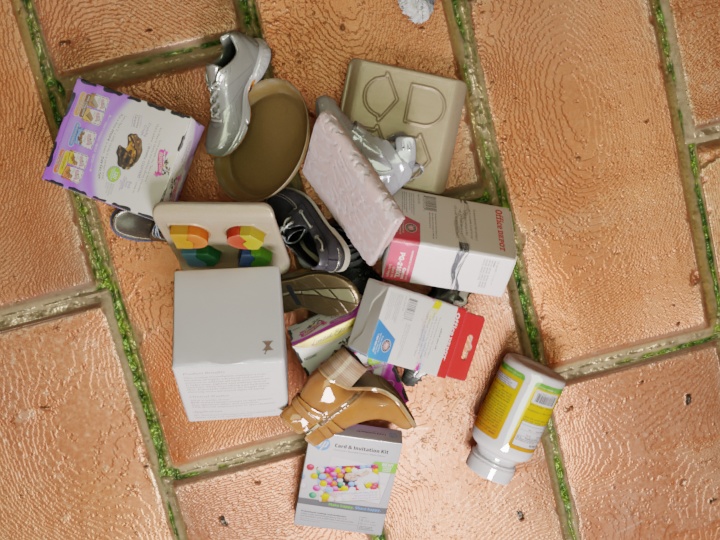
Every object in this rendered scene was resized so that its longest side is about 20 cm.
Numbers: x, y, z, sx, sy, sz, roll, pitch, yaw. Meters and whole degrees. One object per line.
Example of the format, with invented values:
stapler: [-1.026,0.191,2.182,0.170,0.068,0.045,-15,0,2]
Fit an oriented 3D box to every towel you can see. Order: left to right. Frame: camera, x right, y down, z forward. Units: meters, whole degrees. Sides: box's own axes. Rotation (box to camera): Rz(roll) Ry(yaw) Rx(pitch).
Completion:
towel: [-0.013,-0.120,1.605,0.032,0.191,0.201,-32,78,-20]

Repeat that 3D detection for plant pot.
plant pot: [-0.150,-0.200,1.660,0.027,0.200,0.201,18,101,-49]

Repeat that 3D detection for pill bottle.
pill bottle: [0.253,0.250,1.778,0.110,0.111,0.201,23,98,-7]

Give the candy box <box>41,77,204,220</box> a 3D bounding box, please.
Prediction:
candy box: [-0.366,-0.183,1.646,0.199,0.072,0.169,20,89,9]

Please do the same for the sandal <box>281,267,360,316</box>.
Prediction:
sandal: [-0.082,0.028,1.711,0.199,0.054,0.081,-4,122,40]

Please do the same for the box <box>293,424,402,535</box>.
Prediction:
box: [-0.022,0.348,1.783,0.155,0.041,0.201,9,117,-6]

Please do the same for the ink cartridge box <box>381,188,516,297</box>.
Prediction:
ink cartridge box: [0.139,-0.045,1.695,0.198,0.145,0.085,10,128,-5]

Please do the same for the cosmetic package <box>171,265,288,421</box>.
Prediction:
cosmetic package: [-0.198,0.117,1.653,0.166,0.200,0.167,-3,59,-4]

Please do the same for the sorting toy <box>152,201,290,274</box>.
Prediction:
sorting toy: [-0.211,-0.041,1.641,0.184,0.200,0.037,1,63,5]

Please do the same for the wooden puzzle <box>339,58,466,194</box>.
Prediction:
wooden puzzle: [0.059,-0.233,1.719,0.198,0.046,0.187,10,99,-10]

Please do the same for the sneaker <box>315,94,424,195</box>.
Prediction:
sneaker: [0.015,-0.203,1.659,0.114,0.075,0.201,-31,108,-3]

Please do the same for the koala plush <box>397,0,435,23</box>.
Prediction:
koala plush: [0.083,-0.499,1.633,0.200,0.184,0.178,40,83,-30]

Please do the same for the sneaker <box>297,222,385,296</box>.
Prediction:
sneaker: [0.000,0.000,1.719,0.199,0.071,0.099,34,138,-6]

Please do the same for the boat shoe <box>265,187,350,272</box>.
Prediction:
boat shoe: [-0.097,-0.067,1.672,0.062,0.200,0.073,-9,133,-43]

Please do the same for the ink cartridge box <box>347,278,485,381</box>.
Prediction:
ink cartridge box: [0.090,0.096,1.677,0.199,0.067,0.117,18,90,-32]

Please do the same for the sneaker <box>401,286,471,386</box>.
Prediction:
sneaker: [0.105,0.092,1.766,0.090,0.066,0.201,29,91,-4]

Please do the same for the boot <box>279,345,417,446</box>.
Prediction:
boot: [-0.018,0.228,1.693,0.155,0.074,0.200,-46,112,4]

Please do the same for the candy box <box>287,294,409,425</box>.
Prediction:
candy box: [-0.018,0.155,1.738,0.136,0.061,0.201,-25,120,1]

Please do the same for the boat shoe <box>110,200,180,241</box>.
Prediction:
boat shoe: [-0.304,-0.080,1.704,0.198,0.072,0.073,-3,100,-3]

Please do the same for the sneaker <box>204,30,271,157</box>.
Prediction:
sneaker: [-0.215,-0.278,1.655,0.092,0.075,0.201,18,89,-48]
